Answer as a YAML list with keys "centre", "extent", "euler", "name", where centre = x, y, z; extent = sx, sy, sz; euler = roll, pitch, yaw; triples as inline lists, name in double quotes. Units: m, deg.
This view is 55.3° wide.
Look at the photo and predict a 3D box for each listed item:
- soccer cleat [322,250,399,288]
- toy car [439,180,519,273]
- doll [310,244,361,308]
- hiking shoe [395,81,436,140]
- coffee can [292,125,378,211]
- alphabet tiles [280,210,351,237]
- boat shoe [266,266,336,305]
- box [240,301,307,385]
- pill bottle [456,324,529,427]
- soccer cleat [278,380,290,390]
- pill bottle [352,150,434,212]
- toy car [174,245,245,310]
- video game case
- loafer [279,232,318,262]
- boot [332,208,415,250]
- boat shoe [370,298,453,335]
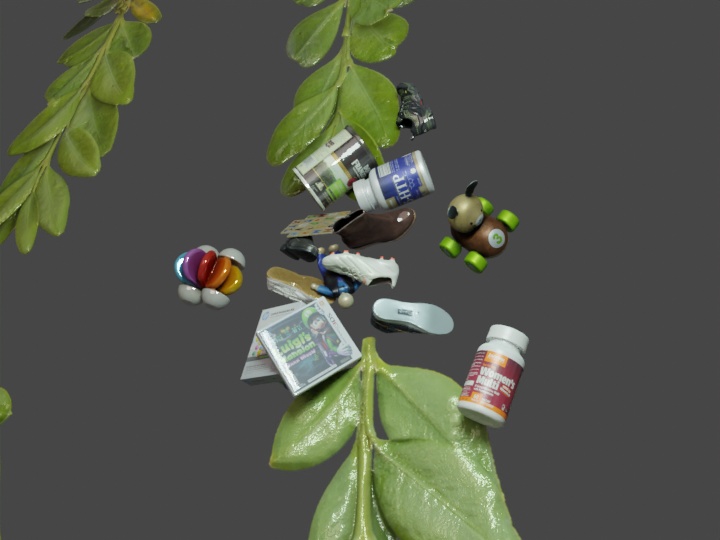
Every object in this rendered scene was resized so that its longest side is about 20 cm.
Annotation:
- centre: [0.000, 0.000, 1.739]
  extent: [0.197, 0.069, 0.078]
  euler: [6, 66, -4]
  name: "soccer cleat"
- centre: [0.269, -0.124, 1.647]
  extent: [0.157, 0.200, 0.165]
  euler: [33, 78, 34]
  name: "toy car"
- centre: [-0.065, 0.023, 1.781]
  extent: [0.135, 0.049, 0.201]
  euler: [-13, 50, -15]
  name: "doll"
- centre: [0.136, -0.463, 1.975]
  extent: [0.100, 0.076, 0.201]
  euler: [-29, 55, 1]
  name: "hiking shoe"
- centre: [-0.070, -0.284, 1.916]
  extent: [0.199, 0.147, 0.147]
  euler: [-38, 54, -1]
  name: "coffee can"
- centre: [-0.110, -0.126, 1.866]
  extent: [0.198, 0.006, 0.167]
  euler: [-4, 22, 21]
  name: "alphabet tiles"
- centre: [-0.156, 0.055, 1.809]
  extent: [0.198, 0.070, 0.071]
  euler: [22, 39, 14]
  name: "boat shoe"
- centre: [-0.213, 0.184, 1.732]
  extent: [0.155, 0.041, 0.202]
  euler: [-14, 49, 40]
  name: "box"
- centre: [0.291, 0.227, 1.490]
  extent: [0.109, 0.110, 0.202]
  euler: [14, 68, 29]
  name: "pill bottle"
- centre: [-0.144, 0.203, 1.718]
  extent: [0.083, 0.065, 0.202]
  euler: [13, 68, 31]
  name: "soccer cleat"
- centre: [0.087, -0.228, 1.834]
  extent: [0.198, 0.120, 0.121]
  euler: [-21, 56, 11]
  name: "pill bottle"
- centre: [-0.429, 0.003, 1.900]
  extent: [0.198, 0.150, 0.177]
  euler: [8, 65, 26]
  name: "toy car"
- centre: [-0.124, 0.180, 1.661]
  extent: [0.199, 0.023, 0.183]
  euler: [-27, 73, -25]
  name: "video game case"
- centre: [-0.155, -0.070, 1.825]
  extent: [0.073, 0.073, 0.199]
  euler: [-60, 26, -9]
  name: "loafer"
- centre: [0.038, -0.120, 1.758]
  extent: [0.199, 0.166, 0.073]
  euler: [-28, 68, 10]
  name: "boot"
- centre: [0.121, 0.120, 1.656]
  extent: [0.198, 0.091, 0.072]
  euler: [14, 65, -1]
  name: "boat shoe"
